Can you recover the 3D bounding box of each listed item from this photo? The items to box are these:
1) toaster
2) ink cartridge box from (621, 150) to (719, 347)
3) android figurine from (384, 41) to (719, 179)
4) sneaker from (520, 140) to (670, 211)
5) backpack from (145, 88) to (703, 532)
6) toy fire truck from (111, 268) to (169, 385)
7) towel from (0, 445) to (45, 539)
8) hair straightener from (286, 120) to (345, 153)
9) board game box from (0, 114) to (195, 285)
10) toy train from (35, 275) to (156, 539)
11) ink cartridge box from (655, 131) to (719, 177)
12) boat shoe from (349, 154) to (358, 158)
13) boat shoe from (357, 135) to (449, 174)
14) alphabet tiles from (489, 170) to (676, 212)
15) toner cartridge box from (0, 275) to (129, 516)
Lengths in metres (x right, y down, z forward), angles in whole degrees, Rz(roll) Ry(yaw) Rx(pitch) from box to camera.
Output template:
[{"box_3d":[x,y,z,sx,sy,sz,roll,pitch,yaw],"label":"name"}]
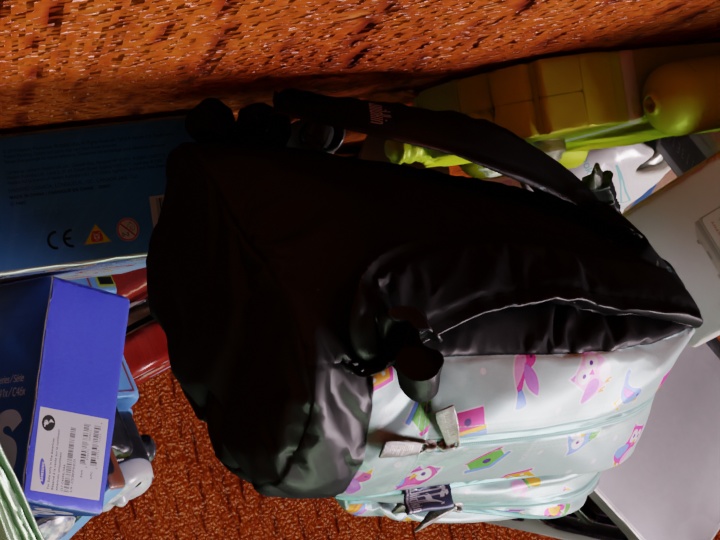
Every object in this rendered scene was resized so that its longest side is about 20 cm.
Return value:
[{"box_3d":[0.092,0.054,0.902,0.180,0.200,0.119,2,-129,55],"label":"toaster"},{"box_3d":[0.193,-0.035,0.720,0.116,0.068,0.200,-25,174,-34],"label":"ink cartridge box"},{"box_3d":[0.107,-0.071,0.778,0.198,0.041,0.182,-10,180,-30],"label":"android figurine"},{"box_3d":[0.145,-0.060,1.007,0.080,0.071,0.200,-22,178,16],"label":"sneaker"},{"box_3d":[0.028,0.022,0.673,0.198,0.167,0.127,3,129,-33],"label":"backpack"},{"box_3d":[-0.111,-0.009,1.079,0.167,0.113,0.200,-27,178,7],"label":"toy fire truck"},{"box_3d":[-0.212,0.093,0.745,0.199,0.154,0.023,12,-138,35],"label":"towel"},{"box_3d":[-0.049,-0.045,0.818,0.076,0.041,0.200,-9,-179,-6],"label":"hair straightener"},{"box_3d":[-0.181,-0.019,0.766,0.198,0.056,0.196,-8,180,-22],"label":"board game box"},{"box_3d":[-0.175,0.048,0.913,0.114,0.201,0.087,-3,149,-45],"label":"toy train"},{"box_3d":[0.268,-0.035,0.870,0.172,0.044,0.201,-8,-140,-16],"label":"ink cartridge box"},{"box_3d":[0.027,-0.040,1.079,0.073,0.070,0.200,-8,180,11],"label":"boat shoe"},{"box_3d":[0.000,0.000,0.833,0.071,0.063,0.200,27,-148,-5],"label":"boat shoe"},{"box_3d":[0.126,0.011,1.115,0.194,0.202,0.015,-19,153,25],"label":"alphabet tiles"},{"box_3d":[-0.184,0.062,0.789,0.043,0.096,0.199,19,160,-40],"label":"toner cartridge box"}]
